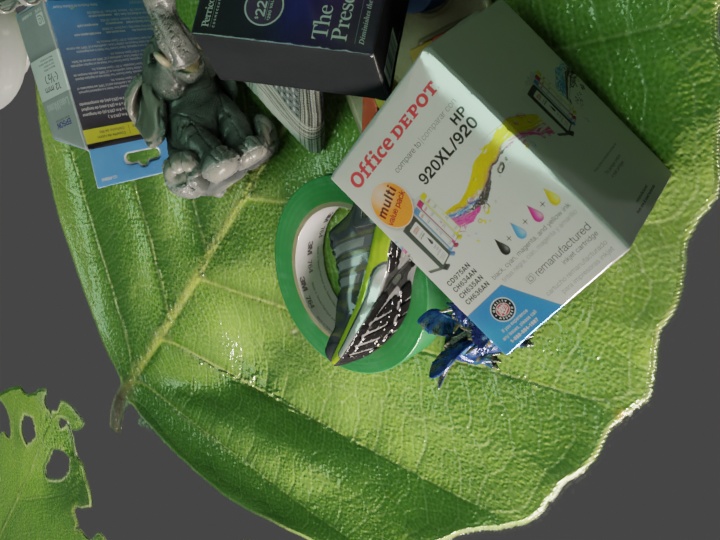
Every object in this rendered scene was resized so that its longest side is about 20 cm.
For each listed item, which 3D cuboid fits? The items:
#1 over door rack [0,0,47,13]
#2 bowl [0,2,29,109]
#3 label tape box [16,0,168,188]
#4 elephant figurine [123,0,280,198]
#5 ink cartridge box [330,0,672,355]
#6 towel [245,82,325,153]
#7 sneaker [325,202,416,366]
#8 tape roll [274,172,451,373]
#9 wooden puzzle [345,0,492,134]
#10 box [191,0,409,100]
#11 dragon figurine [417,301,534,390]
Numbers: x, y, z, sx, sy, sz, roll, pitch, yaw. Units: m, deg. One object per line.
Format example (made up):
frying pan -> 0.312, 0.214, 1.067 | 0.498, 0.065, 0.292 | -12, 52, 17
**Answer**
over door rack -> -0.340, -0.361, 1.005 | 0.146, 0.202, 0.067 | 7, 151, 47
bowl -> -0.497, -0.297, 1.239 | 0.199, 0.090, 0.205 | 15, 113, 37
label tape box -> -0.281, -0.198, 1.053 | 0.065, 0.142, 0.204 | -7, 100, 40
elephant figurine -> -0.180, -0.186, 0.985 | 0.154, 0.141, 0.202 | -29, 92, 27
ink cartridge box -> 0.109, -0.075, 0.737 | 0.200, 0.145, 0.147 | 45, 130, 2
towel -> -0.101, -0.227, 0.902 | 0.201, 0.034, 0.193 | 52, 166, 16
sneaker -> 0.006, -0.002, 0.872 | 0.081, 0.073, 0.203 | 37, 119, 32
tape roll -> 0.000, 0.000, 0.948 | 0.198, 0.048, 0.204 | 15, 114, 36
wooden puzzle -> 0.036, -0.207, 0.846 | 0.184, 0.046, 0.203 | -16, 94, 43
box -> -0.031, -0.243, 0.707 | 0.139, 0.079, 0.204 | 8, 77, 14
dragon figurine -> 0.087, 0.062, 0.847 | 0.200, 0.098, 0.060 | -36, 63, 57
